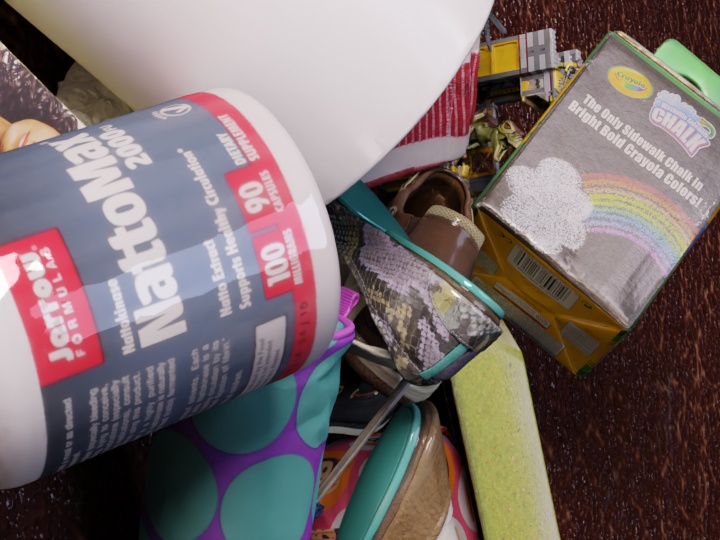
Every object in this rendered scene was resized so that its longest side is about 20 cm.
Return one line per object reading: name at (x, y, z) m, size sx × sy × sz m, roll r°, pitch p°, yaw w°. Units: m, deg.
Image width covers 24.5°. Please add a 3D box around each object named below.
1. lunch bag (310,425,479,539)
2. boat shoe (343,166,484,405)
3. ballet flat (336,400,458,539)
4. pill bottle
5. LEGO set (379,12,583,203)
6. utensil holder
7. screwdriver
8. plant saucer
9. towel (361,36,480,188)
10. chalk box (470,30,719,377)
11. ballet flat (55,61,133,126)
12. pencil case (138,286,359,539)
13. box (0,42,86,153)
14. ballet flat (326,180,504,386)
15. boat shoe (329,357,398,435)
lunch bag at (0.027, 0.192, 0.970) m, size 0.176 × 0.081 × 0.203 m, roll -8°, pitch 89°, yaw -63°
boat shoe at (0.031, -0.004, 0.917) m, size 0.074 × 0.075 × 0.203 m, roll 33°, pitch 23°, yaw -13°
ballet flat at (0.009, 0.164, 0.852) m, size 0.202 × 0.072 × 0.068 m, roll -61°, pitch -167°, yaw 8°
pill bottle at (-0.118, 0.013, 0.628) m, size 0.198 × 0.119 × 0.121 m, roll -22°, pitch 104°, yaw -28°
LEGO set at (0.094, -0.109, 1.146) m, size 0.200 × 0.115 × 0.156 m, roll 34°, pitch 53°, yaw -55°
utensil holder at (-0.062, -0.143, 0.729) m, size 0.200 × 0.169 × 0.171 m, roll 42°, pitch 42°, yaw -19°
screwdriver at (-0.010, 0.106, 0.839) m, size 0.029 × 0.200 × 0.028 m, roll 42°, pitch 10°, yaw 3°
plant saucer at (0.087, 0.111, 1.057) m, size 0.200 × 0.047 × 0.202 m, roll -100°, pitch 177°, yaw -82°
towel at (0.011, -0.128, 0.893) m, size 0.143 × 0.023 × 0.202 m, roll -20°, pitch 133°, yaw -30°
chalk box at (0.163, -0.057, 1.062) m, size 0.200 × 0.124 × 0.124 m, roll -50°, pitch 175°, yaw -19°
ballet flat at (-0.092, -0.101, 0.843) m, size 0.072 × 0.071 × 0.200 m, roll 68°, pitch 31°, yaw -24°
pencil case at (-0.054, 0.107, 0.772) m, size 0.092 × 0.085 × 0.203 m, roll -1°, pitch 107°, yaw -33°
box at (-0.137, -0.023, 0.729) m, size 0.200 × 0.050 × 0.076 m, roll 46°, pitch 63°, yaw -49°
ballet flat at (0.000, 0.000, 0.827) m, size 0.072 × 0.072 × 0.200 m, roll 63°, pitch -9°, yaw -32°
boat shoe at (-0.013, 0.049, 0.934) m, size 0.074 × 0.063 × 0.201 m, roll 49°, pitch 21°, yaw 18°
